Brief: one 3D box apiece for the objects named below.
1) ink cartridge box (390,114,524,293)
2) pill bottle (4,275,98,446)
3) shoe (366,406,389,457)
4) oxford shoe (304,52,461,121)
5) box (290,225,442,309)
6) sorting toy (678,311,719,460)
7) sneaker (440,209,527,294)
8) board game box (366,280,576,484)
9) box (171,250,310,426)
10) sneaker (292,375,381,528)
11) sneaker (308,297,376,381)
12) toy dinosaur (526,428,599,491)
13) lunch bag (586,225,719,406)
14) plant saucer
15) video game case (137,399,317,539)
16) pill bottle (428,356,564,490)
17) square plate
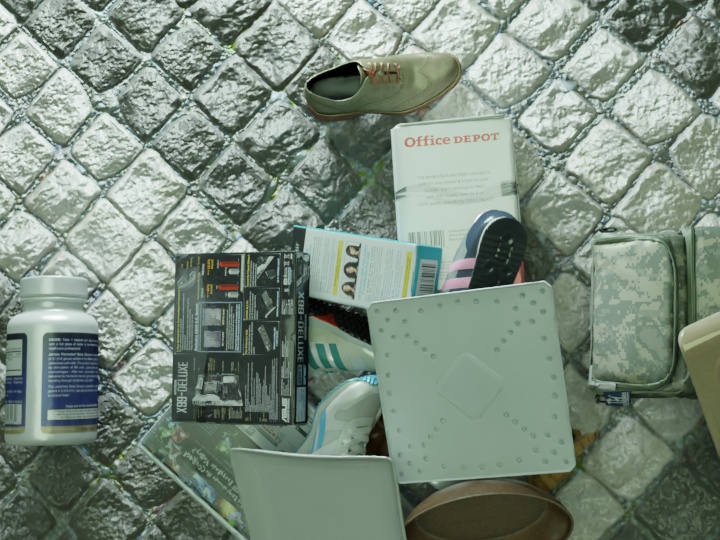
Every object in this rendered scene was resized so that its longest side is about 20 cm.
[{"bbox_3d":[0.116,-0.072,1.226,0.145,0.083,0.202,-4,84,7],"label":"ink cartridge box"},{"bbox_3d":[-0.377,0.111,1.263,0.110,0.111,0.202,-1,84,8],"label":"pill bottle"},{"bbox_3d":[0.010,0.221,1.212,0.069,0.053,0.202,23,93,-8],"label":"shoe"},{"bbox_3d":[0.027,-0.229,1.260,0.198,0.075,0.071,-15,81,6],"label":"oxford shoe"},{"bbox_3d":[0.000,0.000,1.198,0.199,0.049,0.083,11,94,42],"label":"box"},{"bbox_3d":[0.439,0.113,1.063,0.184,0.037,0.201,-25,105,2],"label":"sorting toy"},{"bbox_3d":[0.121,0.026,1.145,0.070,0.082,0.201,24,102,-16],"label":"sneaker"},{"bbox_3d":[0.118,0.120,1.095,0.198,0.026,0.202,-7,96,16],"label":"board game box"},{"bbox_3d":[-0.140,0.079,1.203,0.156,0.050,0.202,-2,85,18],"label":"box"},{"bbox_3d":[-0.021,0.204,1.166,0.081,0.076,0.201,48,121,35],"label":"sneaker"},{"bbox_3d":[-0.035,0.099,1.242,0.198,0.070,0.094,21,111,15],"label":"sneaker"},{"bbox_3d":[0.228,0.214,1.163,0.060,0.107,0.200,31,125,-8],"label":"toy dinosaur"},{"bbox_3d":[0.340,0.051,1.155,0.166,0.139,0.202,1,85,11],"label":"lunch bag"},{"bbox_3d":[0.136,0.281,1.147,0.198,0.201,0.037,-9,51,7],"label":"plant saucer"},{"bbox_3d":[-0.139,0.210,1.251,0.200,0.023,0.182,41,90,2],"label":"video game case"},{"bbox_3d":[0.137,0.156,1.183,0.113,0.114,0.201,32,89,10],"label":"pill bottle"},{"bbox_3d":[-0.036,0.281,1.134,0.198,0.028,0.200,-1,113,24],"label":"square plate"}]
